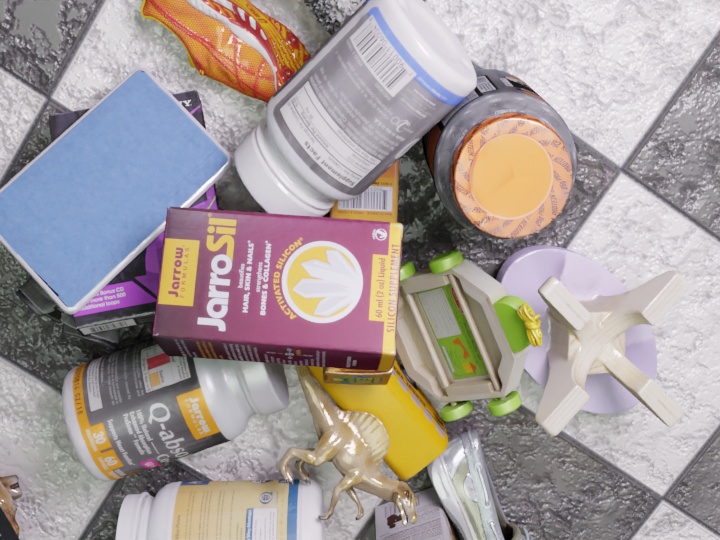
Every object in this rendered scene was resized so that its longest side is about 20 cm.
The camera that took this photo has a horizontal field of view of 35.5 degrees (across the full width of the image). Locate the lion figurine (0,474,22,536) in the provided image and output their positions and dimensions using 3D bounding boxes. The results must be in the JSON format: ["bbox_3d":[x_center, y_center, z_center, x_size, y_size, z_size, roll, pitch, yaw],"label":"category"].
[{"bbox_3d":[-0.383,0.309,1.158,0.122,0.072,0.203,33,115,25],"label":"lion figurine"}]

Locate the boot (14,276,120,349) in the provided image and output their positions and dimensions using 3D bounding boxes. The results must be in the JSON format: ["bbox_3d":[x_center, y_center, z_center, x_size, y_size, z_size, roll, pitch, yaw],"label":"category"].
[{"bbox_3d":[-0.208,0.015,1.049,0.197,0.070,0.134,20,77,4],"label":"boot"}]

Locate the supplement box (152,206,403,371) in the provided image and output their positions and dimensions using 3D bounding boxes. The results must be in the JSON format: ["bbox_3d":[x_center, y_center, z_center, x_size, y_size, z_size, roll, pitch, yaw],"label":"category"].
[{"bbox_3d":[-0.066,0.017,0.938,0.196,0.086,0.113,4,76,-1],"label":"supplement box"}]

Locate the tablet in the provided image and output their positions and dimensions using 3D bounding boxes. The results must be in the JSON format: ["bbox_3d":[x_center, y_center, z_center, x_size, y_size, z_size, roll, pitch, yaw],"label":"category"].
[{"bbox_3d":[-0.224,-0.073,0.992,0.130,0.014,0.200,44,78,9],"label":"tablet"}]

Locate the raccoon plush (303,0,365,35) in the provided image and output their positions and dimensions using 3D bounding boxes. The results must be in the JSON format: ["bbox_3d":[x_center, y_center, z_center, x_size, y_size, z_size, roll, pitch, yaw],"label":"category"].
[{"bbox_3d":[-0.071,-0.260,0.993,0.196,0.097,0.136,2,117,15],"label":"raccoon plush"}]

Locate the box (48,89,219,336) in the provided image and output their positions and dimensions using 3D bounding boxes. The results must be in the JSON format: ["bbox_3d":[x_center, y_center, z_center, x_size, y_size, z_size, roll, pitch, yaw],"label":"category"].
[{"bbox_3d":[-0.198,-0.055,1.013,0.140,0.036,0.204,-11,76,-5],"label":"box"}]

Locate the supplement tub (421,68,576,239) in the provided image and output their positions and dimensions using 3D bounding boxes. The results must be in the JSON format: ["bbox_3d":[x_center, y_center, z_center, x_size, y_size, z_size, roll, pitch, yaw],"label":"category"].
[{"bbox_3d":[0.118,-0.101,0.972,0.120,0.200,0.125,0,108,-1],"label":"supplement tub"}]

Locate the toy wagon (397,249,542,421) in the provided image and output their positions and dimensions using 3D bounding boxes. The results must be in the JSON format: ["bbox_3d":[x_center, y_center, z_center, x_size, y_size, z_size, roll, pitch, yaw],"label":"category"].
[{"bbox_3d":[0.101,0.058,1.038,0.039,0.199,0.157,-29,99,-38],"label":"toy wagon"}]

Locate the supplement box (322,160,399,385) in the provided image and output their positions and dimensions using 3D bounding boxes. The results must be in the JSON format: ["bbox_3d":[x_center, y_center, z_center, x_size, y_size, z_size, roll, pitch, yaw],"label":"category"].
[{"bbox_3d":[0.000,0.000,1.024,0.067,0.067,0.204,4,76,-2],"label":"supplement box"}]

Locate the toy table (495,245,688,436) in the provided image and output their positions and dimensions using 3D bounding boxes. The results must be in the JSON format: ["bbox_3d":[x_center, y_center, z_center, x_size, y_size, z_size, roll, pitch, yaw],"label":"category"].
[{"bbox_3d":[0.221,0.067,1.058,0.198,0.117,0.186,31,94,-14],"label":"toy table"}]

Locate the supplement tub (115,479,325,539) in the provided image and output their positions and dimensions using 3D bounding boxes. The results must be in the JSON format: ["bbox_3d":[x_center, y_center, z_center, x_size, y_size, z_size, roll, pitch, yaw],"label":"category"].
[{"bbox_3d":[-0.134,0.283,1.116,0.196,0.145,0.147,-1,107,-1],"label":"supplement tub"}]

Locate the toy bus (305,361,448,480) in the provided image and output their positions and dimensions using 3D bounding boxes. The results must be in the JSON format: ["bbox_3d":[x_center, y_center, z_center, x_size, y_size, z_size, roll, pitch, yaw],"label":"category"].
[{"bbox_3d":[0.001,0.103,1.097,0.065,0.078,0.201,-36,104,10],"label":"toy bus"}]

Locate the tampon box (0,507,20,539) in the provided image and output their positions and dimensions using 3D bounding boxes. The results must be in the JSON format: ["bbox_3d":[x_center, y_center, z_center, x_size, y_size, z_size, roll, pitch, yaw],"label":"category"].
[{"bbox_3d":[-0.445,0.243,1.067,0.150,0.126,0.201,-43,68,12],"label":"tampon box"}]

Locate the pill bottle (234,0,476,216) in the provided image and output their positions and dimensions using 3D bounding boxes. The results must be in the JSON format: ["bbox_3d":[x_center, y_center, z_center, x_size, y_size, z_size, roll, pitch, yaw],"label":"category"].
[{"bbox_3d":[-0.008,-0.132,0.944,0.114,0.114,0.199,44,114,-13],"label":"pill bottle"}]

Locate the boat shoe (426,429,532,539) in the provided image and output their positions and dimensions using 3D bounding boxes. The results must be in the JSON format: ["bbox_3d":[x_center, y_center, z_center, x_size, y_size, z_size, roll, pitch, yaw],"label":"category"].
[{"bbox_3d":[0.136,0.258,1.151,0.064,0.074,0.204,-28,99,12],"label":"boat shoe"}]

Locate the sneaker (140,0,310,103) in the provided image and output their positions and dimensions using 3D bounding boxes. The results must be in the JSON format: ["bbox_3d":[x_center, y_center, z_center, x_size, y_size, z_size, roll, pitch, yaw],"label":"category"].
[{"bbox_3d":[-0.109,-0.197,1.020,0.200,0.073,0.077,42,129,-13],"label":"sneaker"}]

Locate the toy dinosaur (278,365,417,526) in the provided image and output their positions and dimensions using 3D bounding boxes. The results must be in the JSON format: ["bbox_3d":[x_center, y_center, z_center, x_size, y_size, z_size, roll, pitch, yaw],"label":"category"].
[{"bbox_3d":[-0.025,0.166,1.065,0.101,0.058,0.201,-37,92,9],"label":"toy dinosaur"}]

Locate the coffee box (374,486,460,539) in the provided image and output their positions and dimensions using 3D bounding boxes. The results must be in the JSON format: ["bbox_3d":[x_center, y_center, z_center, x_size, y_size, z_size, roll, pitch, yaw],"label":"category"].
[{"bbox_3d":[0.068,0.317,1.100,0.079,0.200,0.115,-20,107,6],"label":"coffee box"}]

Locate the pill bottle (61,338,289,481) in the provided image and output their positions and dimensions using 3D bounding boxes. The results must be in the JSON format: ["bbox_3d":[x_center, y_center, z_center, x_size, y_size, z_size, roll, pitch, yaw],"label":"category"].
[{"bbox_3d":[-0.175,0.119,1.081,0.197,0.117,0.118,-19,107,5],"label":"pill bottle"}]
